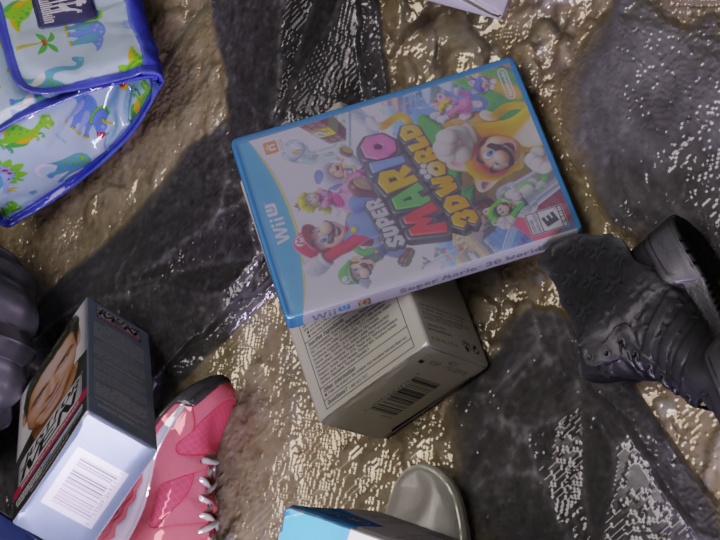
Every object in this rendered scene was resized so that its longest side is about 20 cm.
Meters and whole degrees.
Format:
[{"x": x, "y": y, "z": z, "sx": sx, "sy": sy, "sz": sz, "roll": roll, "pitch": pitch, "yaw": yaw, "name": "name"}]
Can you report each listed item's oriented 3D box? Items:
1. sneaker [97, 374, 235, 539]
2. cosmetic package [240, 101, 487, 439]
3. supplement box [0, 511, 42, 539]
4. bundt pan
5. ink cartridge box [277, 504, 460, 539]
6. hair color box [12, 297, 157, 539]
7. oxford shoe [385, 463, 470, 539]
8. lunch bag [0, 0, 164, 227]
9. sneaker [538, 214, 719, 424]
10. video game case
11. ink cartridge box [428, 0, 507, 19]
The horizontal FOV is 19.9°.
[{"x": -0.126, "y": 0.173, "z": 1.459, "sx": 0.086, "sy": 0.074, "sz": 0.201, "roll": 28, "pitch": 90, "yaw": 15, "name": "sneaker"}, {"x": 0.000, "y": 0.000, "z": 1.385, "sx": 0.105, "sy": 0.071, "sz": 0.201, "roll": -35, "pitch": 57, "yaw": 27, "name": "cosmetic package"}, {"x": -0.320, "y": 0.292, "z": 1.498, "sx": 0.198, "sy": 0.134, "sz": 0.202, "roll": -10, "pitch": 54, "yaw": 39, "name": "supplement box"}, {"x": -0.318, "y": 0.066, "z": 1.618, "sx": 0.201, "sy": 0.075, "sz": 0.204, "roll": -31, "pitch": 49, "yaw": 44, "name": "bundt pan"}, {"x": 0.051, "y": 0.235, "z": 1.183, "sx": 0.198, "sy": 0.147, "sz": 0.146, "roll": 16, "pitch": 88, "yaw": 23, "name": "ink cartridge box"}, {"x": -0.198, "y": 0.109, "z": 1.469, "sx": 0.099, "sy": 0.060, "sz": 0.200, "roll": -54, "pitch": 18, "yaw": 14, "name": "hair color box"}, {"x": 0.022, "y": 0.222, "z": 1.309, "sx": 0.075, "sy": 0.058, "sz": 0.202, "roll": 5, "pitch": 78, "yaw": 44, "name": "oxford shoe"}, {"x": -0.254, "y": -0.164, "z": 1.629, "sx": 0.199, "sy": 0.127, "sz": 0.171, "roll": -30, "pitch": 56, "yaw": 15, "name": "lunch bag"}, {"x": 0.178, "y": 0.046, "z": 1.230, "sx": 0.104, "sy": 0.060, "sz": 0.201, "roll": -37, "pitch": 50, "yaw": 25, "name": "sneaker"}, {"x": 0.028, "y": -0.053, "z": 1.337, "sx": 0.198, "sy": 0.018, "sz": 0.144, "roll": -17, "pitch": 61, "yaw": -4, "name": "video game case"}, {"x": 0.030, "y": -0.272, "z": 1.434, "sx": 0.199, "sy": 0.087, "sz": 0.147, "roll": 21, "pitch": 91, "yaw": 44, "name": "ink cartridge box"}]
